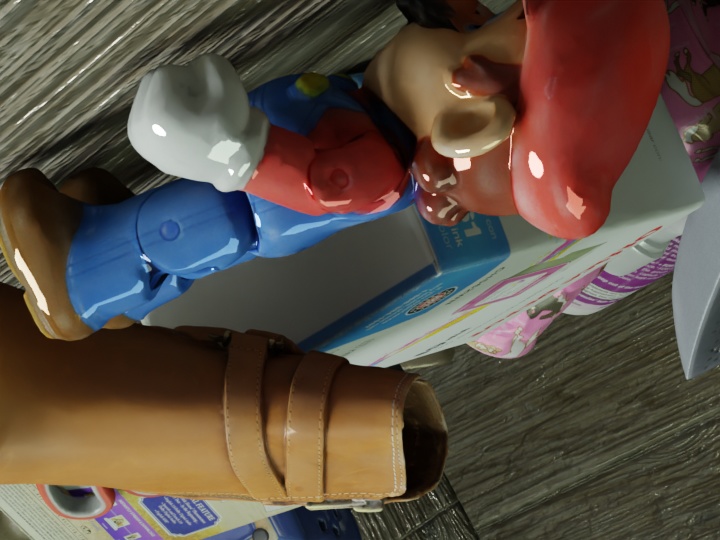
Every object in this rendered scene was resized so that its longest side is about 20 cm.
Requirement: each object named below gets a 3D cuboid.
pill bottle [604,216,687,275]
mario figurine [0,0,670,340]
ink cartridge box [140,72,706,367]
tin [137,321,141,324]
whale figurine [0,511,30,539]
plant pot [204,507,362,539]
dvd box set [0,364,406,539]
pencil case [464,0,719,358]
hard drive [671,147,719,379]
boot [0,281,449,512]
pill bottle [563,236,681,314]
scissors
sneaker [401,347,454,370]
[{"bbox_3d":[0.190,-0.083,1.073,0.200,0.116,0.116,-31,175,24],"label":"pill bottle"},{"bbox_3d":[-0.008,-0.051,0.642,0.199,0.106,0.124,-19,-146,11],"label":"mario figurine"},{"bbox_3d":[0.025,-0.019,0.877,0.144,0.085,0.200,-32,170,37],"label":"ink cartridge box"},{"bbox_3d":[-0.101,0.032,1.092,0.200,0.042,0.112,-28,180,-17],"label":"tin"},{"bbox_3d":[-0.239,0.134,1.176,0.159,0.104,0.200,-28,151,5],"label":"whale figurine"},{"bbox_3d":[-0.141,0.227,2.111,0.200,0.200,0.180,-29,170,10],"label":"plant pot"},{"bbox_3d":[-0.077,0.077,1.029,0.199,0.029,0.146,-20,144,11],"label":"dvd box set"},{"bbox_3d":[0.107,-0.045,0.992,0.086,0.083,0.200,9,135,-46],"label":"pencil case"},{"bbox_3d":[0.206,-0.031,0.979,0.135,0.042,0.200,-24,155,-16],"label":"hard drive"},{"bbox_3d":[-0.060,0.044,0.719,0.154,0.074,0.200,7,180,17],"label":"boot"},{"bbox_3d":[0.185,-0.056,1.384,0.112,0.113,0.200,-25,175,-42],"label":"pill bottle"},{"bbox_3d":[-0.119,0.055,0.948,0.073,0.014,0.200,-9,146,0],"label":"scissors"},{"bbox_3d":[-0.044,0.026,1.259,0.199,0.076,0.070,-4,179,-19],"label":"sneaker"}]
